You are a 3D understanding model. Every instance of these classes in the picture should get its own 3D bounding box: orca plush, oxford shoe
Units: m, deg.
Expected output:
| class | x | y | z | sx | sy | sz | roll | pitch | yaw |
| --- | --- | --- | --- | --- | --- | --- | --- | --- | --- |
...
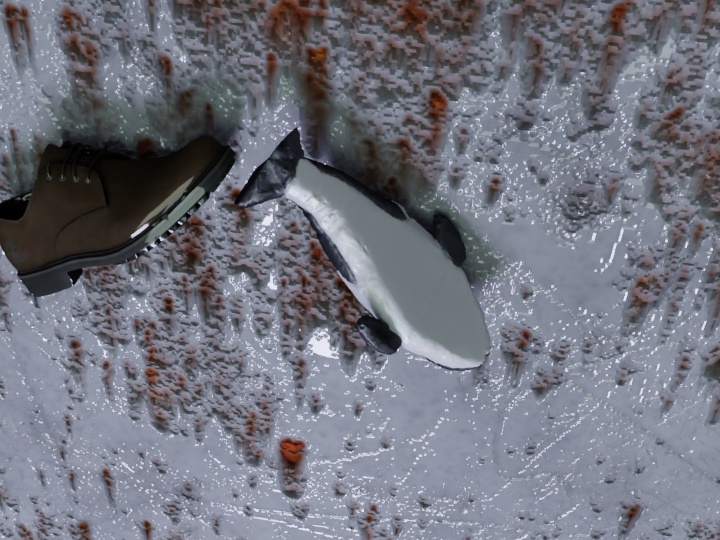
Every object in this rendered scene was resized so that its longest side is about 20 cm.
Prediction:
| class | x | y | z | sx | sy | sz | roll | pitch | yaw |
| --- | --- | --- | --- | --- | --- | --- | --- | --- | --- |
| orca plush | 0.000 | 0.000 | 0.548 | 0.198 | 0.107 | 0.071 | 28 | 158 | -23 |
| oxford shoe | -0.173 | -0.050 | 0.541 | 0.197 | 0.073 | 0.085 | -21 | 117 | 21 |
